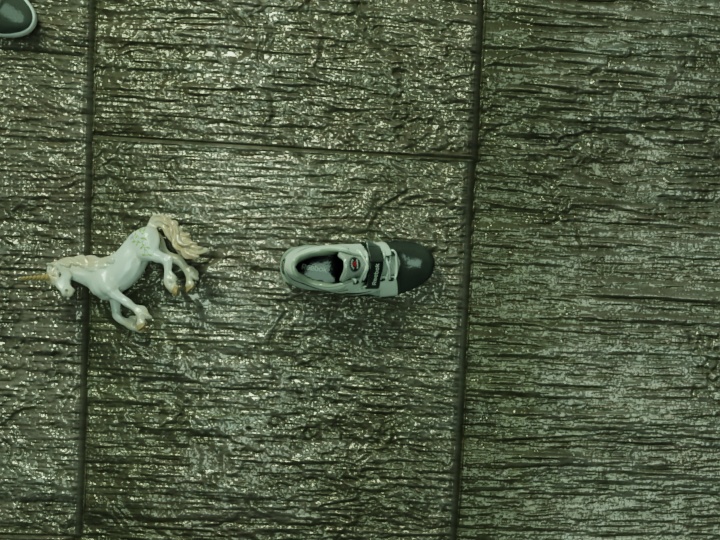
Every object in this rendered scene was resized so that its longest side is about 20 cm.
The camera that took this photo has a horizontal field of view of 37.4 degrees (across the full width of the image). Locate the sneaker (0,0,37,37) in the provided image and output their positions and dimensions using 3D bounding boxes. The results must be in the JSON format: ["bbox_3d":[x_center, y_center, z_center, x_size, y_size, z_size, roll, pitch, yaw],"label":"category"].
[{"bbox_3d":[-0.483,-0.344,1.261,0.199,0.099,0.071,31,88,-8],"label":"sneaker"}]

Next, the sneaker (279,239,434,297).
[{"bbox_3d":[0.000,0.000,1.334,0.197,0.088,0.075,-4,92,-7],"label":"sneaker"}]

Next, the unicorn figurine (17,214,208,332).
[{"bbox_3d":[-0.296,0.007,1.319,0.200,0.074,0.138,-41,87,-16],"label":"unicorn figurine"}]
